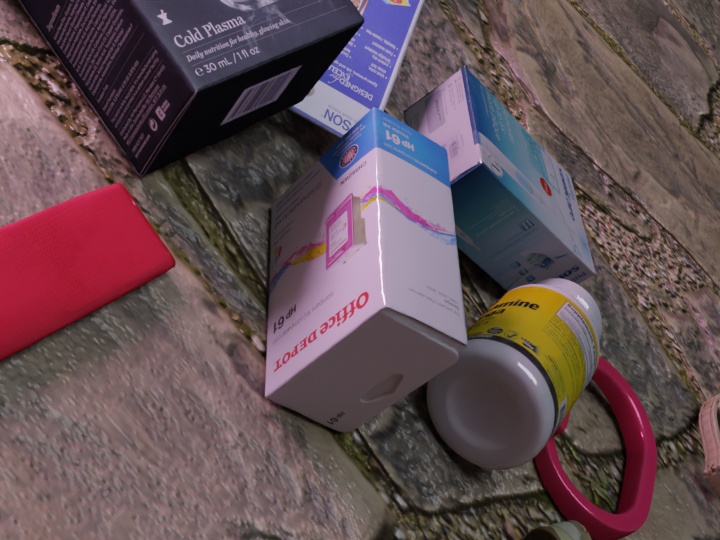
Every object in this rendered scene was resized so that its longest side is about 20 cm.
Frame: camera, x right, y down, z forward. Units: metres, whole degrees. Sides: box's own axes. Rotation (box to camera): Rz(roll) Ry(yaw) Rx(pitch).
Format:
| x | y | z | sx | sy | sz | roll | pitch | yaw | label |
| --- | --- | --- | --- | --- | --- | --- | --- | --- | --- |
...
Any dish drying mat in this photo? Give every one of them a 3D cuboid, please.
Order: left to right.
| x | y | z | sx | sy | sz | roll | pitch | yaw | label |
| --- | --- | --- | --- | --- | --- | --- | --- | --- | --- |
| -0.207 | 0.000 | 0.727 | 0.077 | 0.018 | 0.200 | 54 | 35 | 1 | dish drying mat |

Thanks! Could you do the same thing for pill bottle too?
| x | y | z | sx | sy | sz | roll | pitch | yaw | label |
| --- | --- | --- | --- | --- | --- | --- | --- | --- | --- |
| 0.146 | 0.081 | 0.969 | 0.113 | 0.112 | 0.200 | 52 | 35 | 1 | pill bottle |

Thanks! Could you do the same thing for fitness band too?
| x | y | z | sx | sy | sz | roll | pitch | yaw | label |
| --- | --- | --- | --- | --- | --- | --- | --- | --- | --- |
| 0.228 | 0.168 | 1.055 | 0.144 | 0.037 | 0.201 | 48 | 37 | -11 | fitness band |

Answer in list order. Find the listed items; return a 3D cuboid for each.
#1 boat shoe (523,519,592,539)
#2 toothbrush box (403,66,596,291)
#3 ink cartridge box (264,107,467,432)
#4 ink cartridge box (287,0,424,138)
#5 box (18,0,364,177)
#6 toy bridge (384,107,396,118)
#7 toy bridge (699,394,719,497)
| x | y | z | sx | sy | sz | roll | pitch | yaw | label |
| --- | --- | --- | --- | --- | --- | --- | --- | --- | --- |
| 0.199 | 0.298 | 0.879 | 0.062 | 0.073 | 0.203 | -1 | 54 | -43 | boat shoe |
| 0.138 | -0.078 | 1.091 | 0.199 | 0.085 | 0.148 | 40 | 32 | -34 | toothbrush box |
| 0.000 | 0.000 | 0.846 | 0.084 | 0.144 | 0.202 | 25 | 43 | -31 | ink cartridge box |
| -0.051 | -0.234 | 1.029 | 0.196 | 0.047 | 0.203 | 28 | 69 | -16 | ink cartridge box |
| -0.138 | -0.215 | 0.868 | 0.199 | 0.124 | 0.198 | -33 | 84 | -42 | box |
| 0.028 | -0.119 | 1.081 | 0.201 | 0.027 | 0.067 | 56 | 35 | 3 | toy bridge |
| 0.417 | 0.179 | 1.247 | 0.068 | 0.027 | 0.200 | 51 | 34 | -1 | toy bridge |
